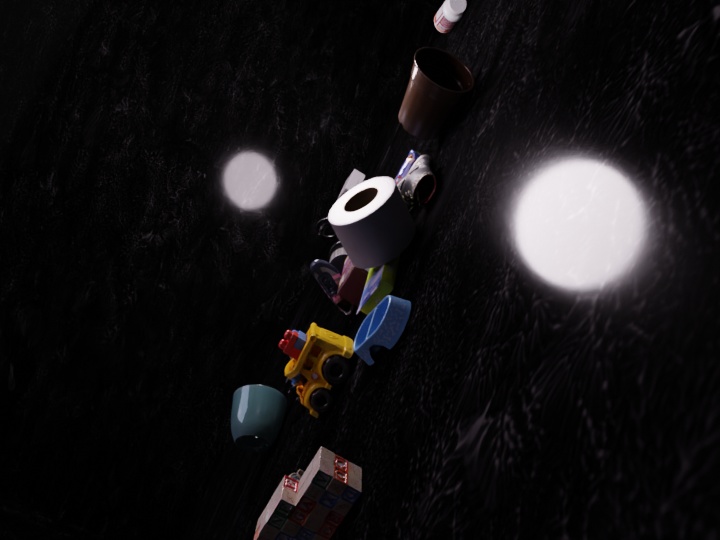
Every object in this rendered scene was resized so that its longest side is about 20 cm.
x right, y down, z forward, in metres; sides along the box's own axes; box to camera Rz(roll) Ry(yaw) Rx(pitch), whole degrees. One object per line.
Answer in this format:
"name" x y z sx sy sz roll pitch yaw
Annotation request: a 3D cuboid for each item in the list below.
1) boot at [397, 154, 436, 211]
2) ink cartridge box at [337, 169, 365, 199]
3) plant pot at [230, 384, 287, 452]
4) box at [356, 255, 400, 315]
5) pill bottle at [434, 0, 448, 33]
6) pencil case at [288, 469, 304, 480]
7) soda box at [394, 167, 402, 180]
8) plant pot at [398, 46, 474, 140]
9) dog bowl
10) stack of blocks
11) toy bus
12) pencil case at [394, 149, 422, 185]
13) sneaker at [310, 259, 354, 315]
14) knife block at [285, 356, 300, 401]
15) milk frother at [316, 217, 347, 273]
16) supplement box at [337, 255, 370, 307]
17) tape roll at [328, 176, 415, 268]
"boot" 0.140 -0.204 1.434 0.207 0.072 0.155 -58 13 24
"ink cartridge box" -0.058 -0.517 3.270 0.149 0.082 0.200 -65 11 -18
"plant pot" -0.358 0.522 1.815 0.202 0.195 0.165 -52 25 41
"box" 0.052 0.022 1.365 0.123 0.047 0.203 -54 12 39
"pill bottle" 0.432 -1.235 2.523 0.112 0.107 0.200 -62 10 -5
"pencil case" -0.155 0.513 1.063 0.205 0.076 0.089 -62 29 5
"soda box" 0.106 -0.223 1.687 0.202 0.063 0.069 -56 10 37
"plant pot" 0.214 -0.524 1.592 0.200 0.195 0.204 119 173 -49
"dog bowl" 0.041 0.127 1.141 0.201 0.048 0.114 -52 15 52
"stack of blocks" -0.092 0.408 0.907 0.204 0.113 0.059 -59 10 18
"toy bus" -0.131 0.240 1.343 0.205 0.187 0.136 -61 11 9
"pencil case" 0.138 -0.251 1.552 0.078 0.085 0.204 39 106 38
"sneaker" -0.080 0.053 1.600 0.069 0.200 0.083 -34 31 18
"knife block" -0.152 0.315 1.673 0.195 0.180 0.064 -12 -23 -37
"milk frother" -0.084 -0.069 1.862 0.189 0.194 0.186 -98 31 -73
"supplement box" 0.000 0.000 1.587 0.112 0.084 0.202 -56 12 28
"tape roll" 0.030 -0.126 1.360 0.197 0.141 0.206 -24 31 15
